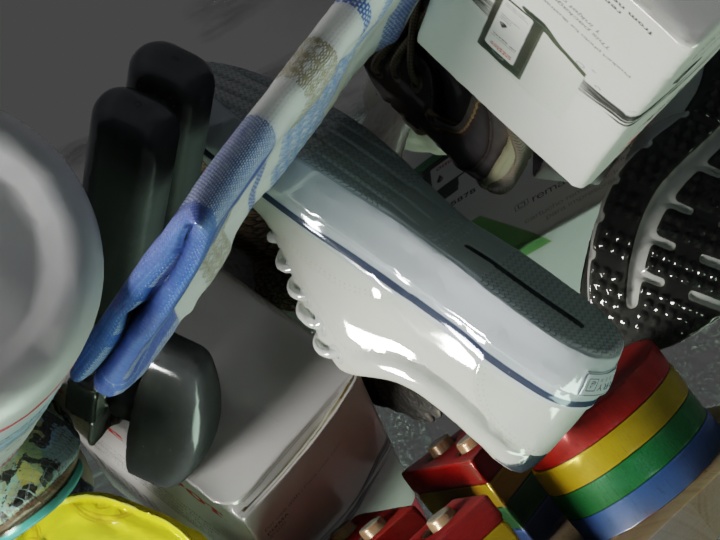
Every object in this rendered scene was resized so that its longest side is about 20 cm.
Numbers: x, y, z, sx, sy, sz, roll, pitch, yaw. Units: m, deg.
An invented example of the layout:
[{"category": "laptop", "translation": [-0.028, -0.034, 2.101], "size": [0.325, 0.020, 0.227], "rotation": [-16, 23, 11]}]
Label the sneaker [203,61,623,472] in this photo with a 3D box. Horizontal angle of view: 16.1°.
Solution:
[{"category": "sneaker", "translation": [0.000, 0.000, 0.940], "size": [0.071, 0.200, 0.073], "rotation": [-58, 163, 23]}]

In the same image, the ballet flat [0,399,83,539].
[{"category": "ballet flat", "translation": [-0.152, 0.068, 1.018], "size": [0.074, 0.075, 0.200], "rotation": [-28, -177, -9]}]

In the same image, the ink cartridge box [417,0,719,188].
[{"category": "ink cartridge box", "translation": [0.101, -0.120, 0.788], "size": [0.146, 0.084, 0.200], "rotation": [-47, 176, -9]}]

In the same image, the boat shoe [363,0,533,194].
[{"category": "boat shoe", "translation": [0.036, -0.077, 0.977], "size": [0.075, 0.073, 0.200], "rotation": [-64, -175, -1]}]

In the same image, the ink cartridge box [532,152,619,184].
[{"category": "ink cartridge box", "translation": [0.101, -0.106, 0.992], "size": [0.037, 0.095, 0.200], "rotation": [5, 166, -7]}]

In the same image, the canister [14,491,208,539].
[{"category": "canister", "translation": [-0.115, 0.173, 1.082], "size": [0.200, 0.086, 0.149], "rotation": [100, 11, -82]}]

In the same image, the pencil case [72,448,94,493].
[{"category": "pencil case", "translation": [-0.190, 0.137, 1.137], "size": [0.200, 0.089, 0.078], "rotation": [-60, 172, -56]}]

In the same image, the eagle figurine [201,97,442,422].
[{"category": "eagle figurine", "translation": [-0.013, -0.019, 1.091], "size": [0.151, 0.152, 0.200], "rotation": [-2, -168, 10]}]

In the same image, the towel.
[{"category": "towel", "translation": [-0.018, -0.054, 0.832], "size": [0.200, 0.024, 0.147], "rotation": [-55, -178, -31]}]

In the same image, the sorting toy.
[{"category": "sorting toy", "translation": [0.056, 0.106, 1.021], "size": [0.199, 0.070, 0.200], "rotation": [-40, -174, -20]}]

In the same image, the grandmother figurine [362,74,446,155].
[{"category": "grandmother figurine", "translation": [0.093, -0.111, 1.155], "size": [0.199, 0.061, 0.121], "rotation": [-26, 137, 13]}]

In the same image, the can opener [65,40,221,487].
[{"category": "can opener", "translation": [-0.075, 0.000, 0.948], "size": [0.201, 0.066, 0.053], "rotation": [98, 18, -49]}]

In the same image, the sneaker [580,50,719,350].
[{"category": "sneaker", "translation": [0.148, -0.050, 1.070], "size": [0.201, 0.073, 0.080], "rotation": [-62, -178, -16]}]

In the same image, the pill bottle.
[{"category": "pill bottle", "translation": [-0.152, 0.020, 0.848], "size": [0.108, 0.109, 0.200], "rotation": [-27, 175, -19]}]

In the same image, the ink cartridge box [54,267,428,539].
[{"category": "ink cartridge box", "translation": [-0.059, 0.072, 1.125], "size": [0.083, 0.146, 0.200], "rotation": [-49, 157, -13]}]

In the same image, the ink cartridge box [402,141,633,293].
[{"category": "ink cartridge box", "translation": [0.097, -0.034, 1.285], "size": [0.146, 0.084, 0.200], "rotation": [-30, -153, 12]}]
